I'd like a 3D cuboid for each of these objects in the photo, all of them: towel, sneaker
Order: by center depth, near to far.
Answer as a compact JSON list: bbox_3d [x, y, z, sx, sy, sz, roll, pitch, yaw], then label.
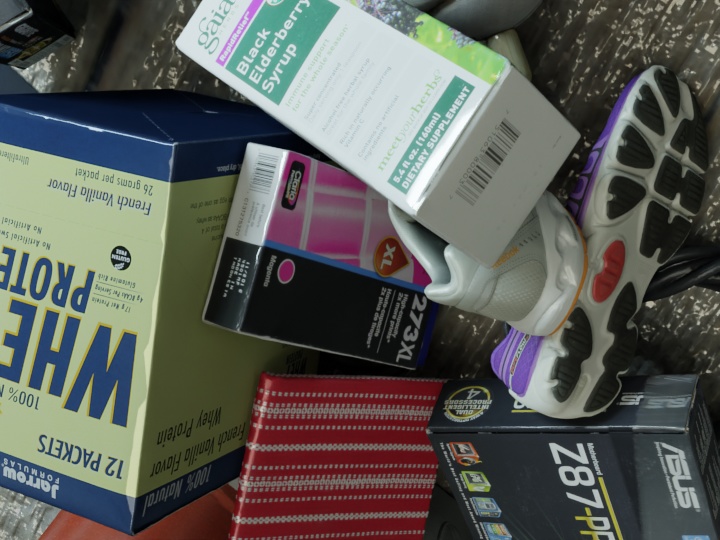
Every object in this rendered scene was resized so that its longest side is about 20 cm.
[{"bbox_3d":[0.050,-0.058,0.714,0.091,0.202,0.076,10,132,-31],"label":"sneaker"},{"bbox_3d":[0.124,-0.022,0.735,0.083,0.080,0.202,21,86,52],"label":"sneaker"},{"bbox_3d":[-0.020,0.158,0.798,0.022,0.143,0.203,25,107,52],"label":"towel"}]

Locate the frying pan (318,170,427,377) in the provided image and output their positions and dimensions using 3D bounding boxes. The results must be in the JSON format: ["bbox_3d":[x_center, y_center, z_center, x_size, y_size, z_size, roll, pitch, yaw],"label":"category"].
[{"bbox_3d":[-0.022,-0.012,0.847,0.114,0.031,0.192,-19,98,29],"label":"frying pan"}]

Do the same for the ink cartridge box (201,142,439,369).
[{"bbox_3d":[0.000,0.000,0.740,0.037,0.199,0.096,14,89,37],"label":"ink cartridge box"}]

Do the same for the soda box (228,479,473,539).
[{"bbox_3d":[0.001,0.159,0.890,0.199,0.068,0.064,39,120,3],"label":"soda box"}]

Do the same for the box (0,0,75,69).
[{"bbox_3d":[-0.244,-0.215,0.758,0.049,0.198,0.201,-32,98,-3],"label":"box"}]

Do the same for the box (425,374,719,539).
[{"bbox_3d":[0.145,0.152,0.803,0.159,0.049,0.202,-4,126,28],"label":"box"}]

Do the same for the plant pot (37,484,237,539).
[{"bbox_3d":[-0.157,0.235,0.910,0.198,0.195,0.204,8,115,18],"label":"plant pot"}]

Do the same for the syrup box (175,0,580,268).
[{"bbox_3d":[0.003,-0.091,0.651,0.199,0.081,0.079,38,95,38],"label":"syrup box"}]

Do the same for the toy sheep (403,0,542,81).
[{"bbox_3d":[0.054,-0.192,0.688,0.137,0.137,0.203,-22,84,27],"label":"toy sheep"}]

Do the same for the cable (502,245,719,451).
[{"bbox_3d":[0.189,0.063,0.785,0.198,0.051,0.165,-15,106,25],"label":"cable"}]

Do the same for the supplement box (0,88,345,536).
[{"bbox_3d":[-0.117,0.009,0.753,0.133,0.199,0.203,14,104,24],"label":"supplement box"}]

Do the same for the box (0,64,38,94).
[{"bbox_3d":[-0.270,-0.029,0.896,0.200,0.104,0.182,41,119,1],"label":"box"}]

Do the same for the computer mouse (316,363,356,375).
[{"bbox_3d":[-0.059,0.057,0.859,0.199,0.034,0.059,38,130,23],"label":"computer mouse"}]
